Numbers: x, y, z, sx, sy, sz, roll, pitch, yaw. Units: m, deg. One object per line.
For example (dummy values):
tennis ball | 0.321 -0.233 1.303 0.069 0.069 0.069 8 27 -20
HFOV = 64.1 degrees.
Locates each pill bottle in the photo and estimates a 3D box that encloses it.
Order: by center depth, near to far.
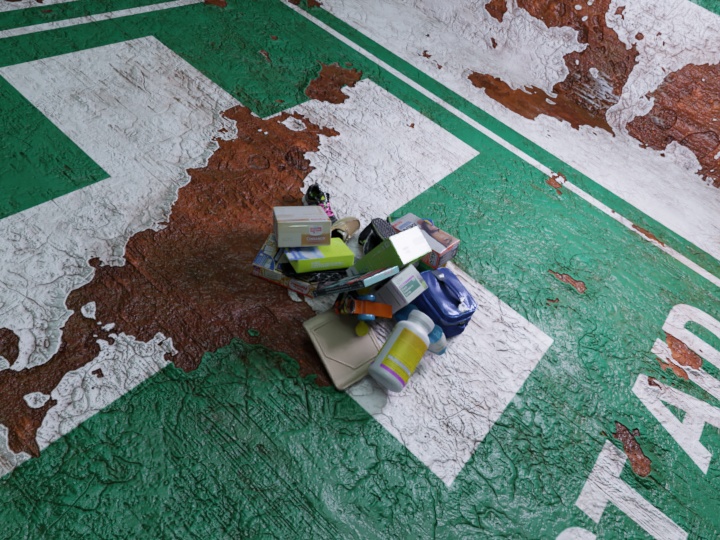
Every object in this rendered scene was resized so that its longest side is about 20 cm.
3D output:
pill bottle | 0.112 0.205 1.487 0.103 0.105 0.202 31 71 13

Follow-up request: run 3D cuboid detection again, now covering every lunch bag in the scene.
lunch bag | 0.242 0.095 1.671 0.134 0.134 0.201 -15 52 -31

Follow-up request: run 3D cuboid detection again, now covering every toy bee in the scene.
toy bee | -0.009 0.091 1.511 0.107 0.200 0.133 -4 56 38

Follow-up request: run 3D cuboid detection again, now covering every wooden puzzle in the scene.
wooden puzzle | -0.040 0.192 1.517 0.183 0.037 0.202 -24 78 -37

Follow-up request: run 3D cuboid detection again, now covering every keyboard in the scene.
keyboard | -0.125 0.010 1.636 0.195 0.041 0.104 -3 26 -21

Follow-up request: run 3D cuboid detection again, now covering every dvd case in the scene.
dvd case | -0.014 0.029 1.498 0.145 0.197 0.023 -22 98 -46

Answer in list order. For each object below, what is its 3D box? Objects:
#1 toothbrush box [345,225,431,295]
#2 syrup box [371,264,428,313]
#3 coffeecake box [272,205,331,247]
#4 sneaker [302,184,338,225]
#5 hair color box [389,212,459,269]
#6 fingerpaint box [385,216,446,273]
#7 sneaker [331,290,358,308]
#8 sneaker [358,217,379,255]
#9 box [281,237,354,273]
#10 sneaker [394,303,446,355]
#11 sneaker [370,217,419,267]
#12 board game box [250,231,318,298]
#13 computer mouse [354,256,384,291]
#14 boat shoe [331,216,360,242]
toothbrush box | 0.077 -0.027 1.599 0.144 0.199 0.087 -23 81 -48
syrup box | 0.104 0.059 1.588 0.078 0.200 0.082 -37 88 -21
coffeecake box | -0.174 -0.131 1.672 0.150 0.075 0.200 -2 18 -12
sneaker | -0.124 -0.205 1.864 0.072 0.088 0.201 -15 54 -31
hair color box | 0.189 -0.093 1.755 0.198 0.065 0.110 33 43 28
fingerpaint box | 0.172 -0.079 1.859 0.163 0.074 0.203 3 46 -17
sneaker | -0.027 0.090 1.634 0.082 0.072 0.202 30 54 -4
sneaker | 0.030 -0.088 1.810 0.072 0.082 0.201 52 31 -20
box | -0.129 -0.046 1.645 0.196 0.049 0.122 -6 30 -26
sneaker | 0.165 0.167 1.618 0.076 0.082 0.200 -37 41 -10
sneaker | 0.085 -0.062 1.723 0.201 0.090 0.069 50 41 13
board game box | -0.201 -0.018 1.683 0.196 0.047 0.153 22 43 1
computer mouse | 0.000 0.000 1.743 0.196 0.044 0.111 23 41 -1
boat shoe | -0.068 -0.108 1.790 0.198 0.075 0.066 -32 30 -30
